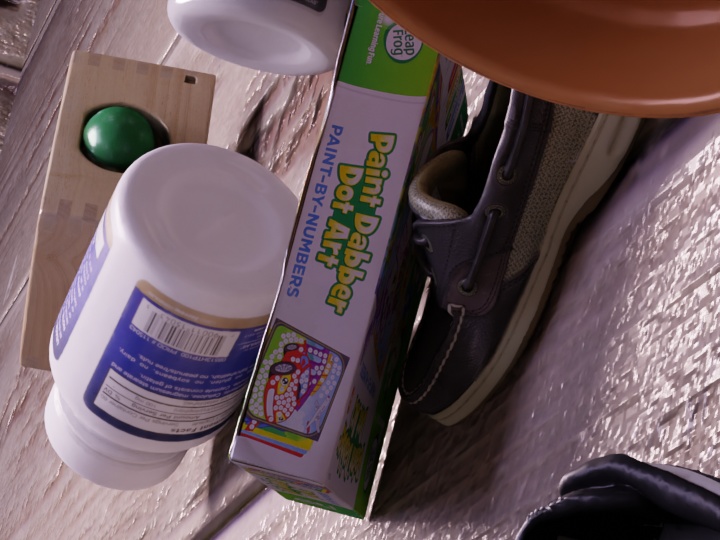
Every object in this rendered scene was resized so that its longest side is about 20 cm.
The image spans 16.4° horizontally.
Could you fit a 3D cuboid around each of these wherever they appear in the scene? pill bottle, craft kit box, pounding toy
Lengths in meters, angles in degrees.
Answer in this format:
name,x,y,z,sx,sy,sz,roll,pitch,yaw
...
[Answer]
name,x,y,z,sx,sy,sz,roll,pitch,yaw
pill bottle,-0.039,-0.225,1.468,0.112,0.111,0.201,149,136,-70
craft kit box,0.000,0.000,1.060,0.200,0.048,0.199,62,-135,-80
pill bottle,-0.113,0.034,1.439,0.200,0.119,0.120,121,161,-44
pounding toy,-0.141,-0.034,1.661,0.201,0.141,0.185,106,172,-47

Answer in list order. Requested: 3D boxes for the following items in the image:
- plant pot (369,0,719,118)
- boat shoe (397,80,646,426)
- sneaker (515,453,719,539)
name,x,y,z,sx,sy,sz,roll,pitch,yaw
plant pot,0.086,-0.167,0.786,0.140,0.199,0.200,-61,5,-33
boat shoe,0.050,-0.026,0.975,0.072,0.066,0.201,-91,22,-51
sneaker,0.085,0.071,0.618,0.200,0.115,0.076,162,123,-74
